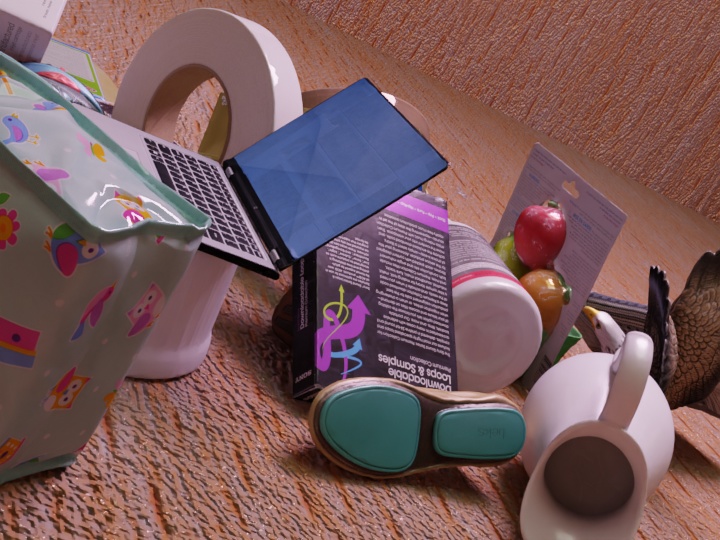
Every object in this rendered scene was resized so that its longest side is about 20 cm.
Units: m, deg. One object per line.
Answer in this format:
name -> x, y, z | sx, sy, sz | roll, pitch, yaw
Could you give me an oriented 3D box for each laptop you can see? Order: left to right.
laptop -> -0.076, -0.090, 0.836 | 0.198, 0.117, 0.188 | 21, 17, -27

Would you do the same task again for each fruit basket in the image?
fruit basket -> 0.180, -0.002, 1.230 | 0.093, 0.201, 0.185 | 19, 18, -29

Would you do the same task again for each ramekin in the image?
ramekin -> -0.176, -0.023, 0.848 | 0.199, 0.098, 0.201 | 27, 15, -8

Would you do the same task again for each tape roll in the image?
tape roll -> -0.131, -0.112, 1.018 | 0.037, 0.204, 0.202 | 10, 24, -51

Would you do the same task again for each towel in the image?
towel -> 0.304, 0.092, 1.282 | 0.191, 0.035, 0.200 | 15, -23, 43

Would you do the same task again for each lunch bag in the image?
lunch bag -> -0.202, -0.014, 0.631 | 0.199, 0.171, 0.122 | 38, 19, 19

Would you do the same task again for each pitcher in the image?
pitcher -> 0.185, 0.112, 0.933 | 0.120, 0.173, 0.200 | 22, 15, 8

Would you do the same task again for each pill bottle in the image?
pill bottle -> 0.086, 0.021, 1.157 | 0.110, 0.111, 0.200 | 23, 17, -23

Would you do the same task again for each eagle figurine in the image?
eagle figurine -> 0.258, 0.079, 1.097 | 0.150, 0.200, 0.153 | 30, 44, -19

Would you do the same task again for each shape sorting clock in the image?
shape sorting clock -> -0.332, -0.201, 1.235 | 0.198, 0.039, 0.200 | 27, 20, -10

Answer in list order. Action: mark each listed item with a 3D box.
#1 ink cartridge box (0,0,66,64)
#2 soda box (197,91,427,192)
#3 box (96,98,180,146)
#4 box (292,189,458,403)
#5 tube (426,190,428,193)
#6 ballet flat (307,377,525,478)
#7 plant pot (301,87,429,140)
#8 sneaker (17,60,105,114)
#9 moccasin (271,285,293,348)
ink cartridge box -> -0.364, -0.239, 1.073 | 0.198, 0.145, 0.085 | 23, 59, -17
soda box -> -0.040, -0.101, 1.102 | 0.198, 0.065, 0.068 | 12, -18, 20
box -> -0.185, -0.088, 1.128 | 0.200, 0.050, 0.075 | 40, 18, 31
box -> 0.011, 0.017, 0.967 | 0.142, 0.036, 0.202 | 19, 56, -34
tube -> 0.021, -0.077, 1.475 | 0.057, 0.053, 0.199 | -9, 1, 29
ballet flat -> 0.031, 0.112, 0.880 | 0.198, 0.070, 0.063 | 12, -4, -37
plant pot -> -0.024, -0.100, 1.294 | 0.199, 0.200, 0.094 | 17, 59, -37
sneaker -> -0.309, -0.131, 1.032 | 0.198, 0.080, 0.096 | 18, 36, -23
moccasin -> -0.001, -0.001, 1.041 | 0.073, 0.078, 0.201 | 39, 34, 21
